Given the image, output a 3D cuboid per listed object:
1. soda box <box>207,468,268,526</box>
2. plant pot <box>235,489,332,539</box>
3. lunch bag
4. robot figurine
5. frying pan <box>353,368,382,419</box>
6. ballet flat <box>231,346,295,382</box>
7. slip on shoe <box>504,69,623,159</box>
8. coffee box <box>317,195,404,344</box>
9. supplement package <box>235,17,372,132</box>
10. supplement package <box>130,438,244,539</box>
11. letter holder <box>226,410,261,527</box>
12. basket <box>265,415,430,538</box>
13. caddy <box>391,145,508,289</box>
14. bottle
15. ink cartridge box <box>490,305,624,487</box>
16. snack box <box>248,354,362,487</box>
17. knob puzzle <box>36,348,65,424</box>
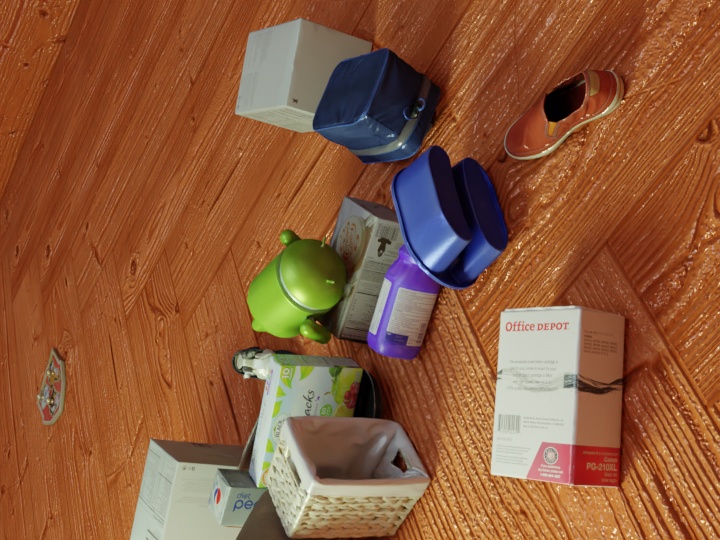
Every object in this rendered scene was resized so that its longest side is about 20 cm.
[{"bbox_3d":[-0.137,0.362,1.698,0.063,0.198,0.069,34,109,56],"label":"soda box"},{"bbox_3d":[-0.113,0.418,1.573,0.200,0.199,0.176,-44,22,42],"label":"plant pot"},{"bbox_3d":[0.035,-0.250,1.673,0.199,0.131,0.138,5,69,58],"label":"lunch bag"},{"bbox_3d":[-0.098,0.028,1.662,0.200,0.114,0.178,-40,55,46],"label":"robot figurine"},{"bbox_3d":[-0.007,0.235,1.689,0.191,0.030,0.116,117,149,-44],"label":"frying pan"},{"bbox_3d":[-0.175,0.172,1.935,0.199,0.072,0.074,4,84,57],"label":"ballet flat"},{"bbox_3d":[0.249,-0.203,1.387,0.199,0.060,0.075,-28,60,53],"label":"slip on shoe"},{"bbox_3d":[0.000,0.000,1.699,0.114,0.079,0.203,38,113,55],"label":"coffee box"},{"bbox_3d":[-0.102,-0.337,1.889,0.199,0.149,0.154,7,86,58],"label":"supplement package"},{"bbox_3d":[-0.287,0.424,1.924,0.146,0.189,0.203,17,94,58],"label":"supplement package"},{"bbox_3d":[-0.162,0.322,1.803,0.101,0.140,0.202,45,119,52],"label":"letter holder"},{"bbox_3d":[-0.023,0.301,1.547,0.136,0.197,0.125,58,133,47],"label":"basket"},{"bbox_3d":[0.117,-0.071,1.484,0.105,0.140,0.202,-40,48,37],"label":"caddy"},{"bbox_3d":[0.073,0.027,1.575,0.065,0.083,0.203,32,109,56],"label":"bottle"},{"bbox_3d":[0.235,0.149,1.285,0.144,0.083,0.204,-7,76,56],"label":"ink cartridge box"},{"bbox_3d":[-0.086,0.233,1.663,0.053,0.140,0.203,-142,60,-61],"label":"snack box"},{"bbox_3d":[-0.865,0.339,2.999,0.219,0.030,0.223,-23,62,53],"label":"knob puzzle"}]
